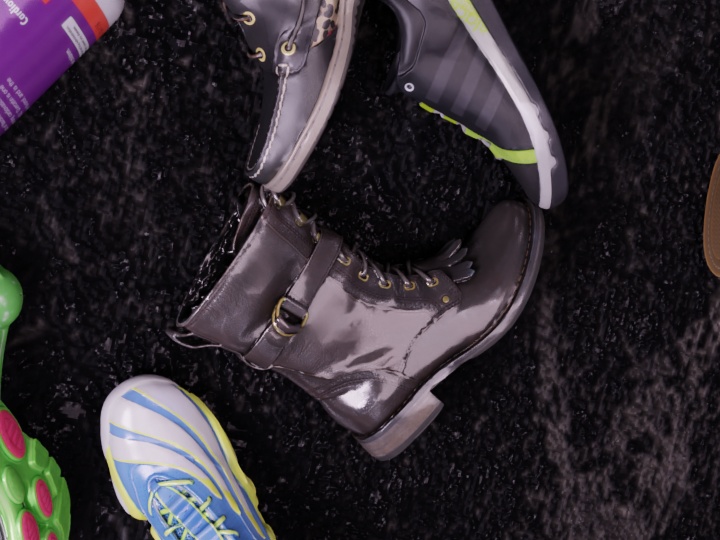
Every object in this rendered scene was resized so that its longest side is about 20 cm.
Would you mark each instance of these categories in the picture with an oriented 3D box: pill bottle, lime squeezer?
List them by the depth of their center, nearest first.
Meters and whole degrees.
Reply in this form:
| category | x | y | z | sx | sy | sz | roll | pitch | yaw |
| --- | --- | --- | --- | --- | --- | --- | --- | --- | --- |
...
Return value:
| category | x | y | z | sx | sy | sz | roll | pitch | yaw |
| --- | --- | --- | --- | --- | --- | --- | --- | --- | --- |
| pill bottle | -0.229 | -0.115 | 1.411 | 0.200 | 0.112 | 0.113 | -46 | 114 | -9 |
| lime squeezer | -0.235 | 0.005 | 1.484 | 0.070 | 0.038 | 0.201 | -26 | 115 | 17 |

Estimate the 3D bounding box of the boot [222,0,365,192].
| category | x | y | z | sx | sy | sz | roll | pitch | yaw |
| --- | --- | --- | --- | --- | --- | --- | --- | --- | --- |
| boot | -0.075 | -0.157 | 1.484 | 0.149 | 0.073 | 0.201 | 15 | 100 | -15 |

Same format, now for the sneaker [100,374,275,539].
| category | x | y | z | sx | sy | sz | roll | pitch | yaw |
| --- | --- | --- | --- | --- | --- | --- | --- | --- | --- |
| sneaker | -0.080 | 0.153 | 1.536 | 0.075 | 0.105 | 0.201 | -34 | 112 | -13 |

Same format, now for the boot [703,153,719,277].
| category | x | y | z | sx | sy | sz | roll | pitch | yaw |
| --- | --- | --- | --- | --- | --- | --- | --- | --- | --- |
| boot | 0.316 | -0.064 | 1.681 | 0.154 | 0.074 | 0.201 | 25 | 93 | -30 |

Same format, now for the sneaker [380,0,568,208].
| category | x | y | z | sx | sy | sz | roll | pitch | yaw |
| --- | --- | --- | --- | --- | --- | --- | --- | --- | --- |
| sneaker | 0.055 | -0.118 | 1.569 | 0.082 | 0.072 | 0.201 | -27 | 107 | 6 |

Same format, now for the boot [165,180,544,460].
| category | x | y | z | sx | sy | sz | roll | pitch | yaw |
| --- | --- | --- | --- | --- | --- | --- | --- | --- | --- |
| boot | 0.000 | 0.000 | 1.560 | 0.174 | 0.069 | 0.201 | 39 | 83 | -22 |

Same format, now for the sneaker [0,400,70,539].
| category | x | y | z | sx | sy | sz | roll | pitch | yaw |
| --- | --- | --- | --- | --- | --- | --- | --- | --- | --- |
| sneaker | -0.225 | 0.120 | 1.493 | 0.201 | 0.083 | 0.077 | 67 | 31 | -32 |
